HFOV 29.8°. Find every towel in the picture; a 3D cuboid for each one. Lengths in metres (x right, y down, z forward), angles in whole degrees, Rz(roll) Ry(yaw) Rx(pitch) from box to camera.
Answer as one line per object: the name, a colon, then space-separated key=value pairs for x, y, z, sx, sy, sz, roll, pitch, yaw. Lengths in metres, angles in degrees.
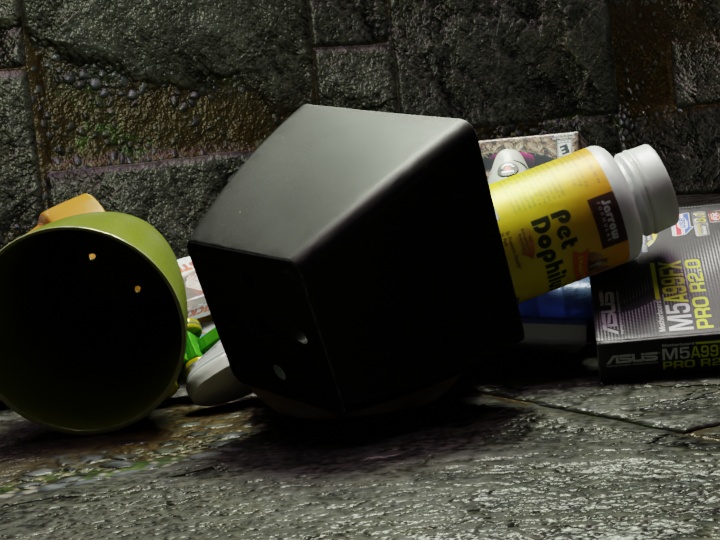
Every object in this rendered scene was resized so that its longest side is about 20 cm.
towel: x=0.205 y=0.037 z=1.341 sx=0.199 sy=0.049 sz=0.112 roll=-2 pitch=-20 yaw=15

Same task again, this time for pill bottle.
pill bottle: x=0.175 y=-0.042 z=1.206 sx=0.200 sy=0.110 sz=0.109 roll=-21 pitch=5 yaw=-1

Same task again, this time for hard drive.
hard drive: x=0.107 y=0.059 z=1.274 sx=0.199 sy=0.025 sz=0.132 roll=2 pitch=-7 yaw=5

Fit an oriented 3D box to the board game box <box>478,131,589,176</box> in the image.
board game box: x=0.175 y=-0.039 z=1.492 sx=0.159 sy=0.201 sz=0.097 roll=-5 pitch=-10 yaw=20

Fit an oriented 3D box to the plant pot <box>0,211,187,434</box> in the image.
plant pot: x=-0.236 y=0.023 z=1.234 sx=0.187 sy=0.188 sz=0.200 roll=-6 pitch=17 yaw=4

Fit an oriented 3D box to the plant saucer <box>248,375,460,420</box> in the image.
plant saucer: x=-0.001 y=0.098 z=1.183 sx=0.200 sy=0.037 sz=0.200 roll=-7 pitch=5 yaw=1

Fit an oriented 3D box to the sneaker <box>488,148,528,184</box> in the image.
sneaker: x=0.161 y=-0.041 z=1.357 sx=0.074 sy=0.089 sz=0.200 roll=-2 pitch=-36 yaw=6

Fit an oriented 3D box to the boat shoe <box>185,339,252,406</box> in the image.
boat shoe: x=-0.087 y=0.052 z=1.267 sx=0.200 sy=0.069 sz=0.072 roll=-35 pitch=-28 yaw=-18

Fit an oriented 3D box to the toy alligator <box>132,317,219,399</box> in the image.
toy alligator: x=-0.202 y=0.103 z=1.303 sx=0.200 sy=0.059 sz=0.054 roll=-24 pitch=-34 yaw=-4

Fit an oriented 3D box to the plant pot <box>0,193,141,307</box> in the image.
plant pot: x=-0.332 y=0.046 z=1.419 sx=0.183 sy=0.201 sz=0.200 roll=-24 pitch=11 yaw=-19

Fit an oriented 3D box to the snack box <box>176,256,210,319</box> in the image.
snack box: x=-0.151 y=0.008 z=1.482 sx=0.072 sy=0.024 sz=0.200 roll=41 pitch=38 yaw=27

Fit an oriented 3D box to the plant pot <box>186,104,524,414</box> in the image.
plant pot: x=-0.015 y=0.002 z=1.077 sx=0.200 sy=0.200 sz=0.177 roll=11 pitch=38 yaw=44

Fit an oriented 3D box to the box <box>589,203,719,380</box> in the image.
box: x=0.288 y=0.014 z=1.223 sx=0.160 sy=0.044 sz=0.200 roll=-4 pitch=35 yaw=9

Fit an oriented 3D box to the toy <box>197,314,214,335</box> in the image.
toy: x=-0.126 y=0.081 z=1.413 sx=0.115 sy=0.047 sz=0.200 roll=-19 pitch=24 yaw=-30
